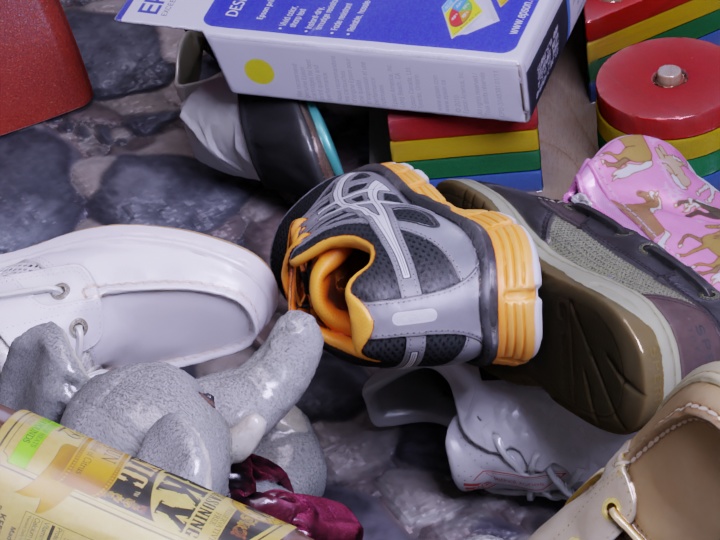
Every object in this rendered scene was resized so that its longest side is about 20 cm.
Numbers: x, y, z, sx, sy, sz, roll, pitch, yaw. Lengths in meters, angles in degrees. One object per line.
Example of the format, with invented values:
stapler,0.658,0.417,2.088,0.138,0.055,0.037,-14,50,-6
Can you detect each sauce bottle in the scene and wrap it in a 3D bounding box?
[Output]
sauce bottle,-0.055,0.106,0.945,0.199,0.065,0.065,23,43,6

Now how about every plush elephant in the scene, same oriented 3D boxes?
plush elephant,-0.058,0.085,1.077,0.199,0.155,0.165,-27,41,-24

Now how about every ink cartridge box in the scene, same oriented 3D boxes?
ink cartridge box,0.011,-0.149,1.349,0.199,0.047,0.198,6,41,19

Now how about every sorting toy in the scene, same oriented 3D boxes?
sorting toy,0.100,-0.092,1.352,0.198,0.070,0.200,-5,37,4

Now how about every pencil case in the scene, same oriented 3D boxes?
pencil case,0.158,0.021,1.183,0.086,0.083,0.200,-21,40,-21

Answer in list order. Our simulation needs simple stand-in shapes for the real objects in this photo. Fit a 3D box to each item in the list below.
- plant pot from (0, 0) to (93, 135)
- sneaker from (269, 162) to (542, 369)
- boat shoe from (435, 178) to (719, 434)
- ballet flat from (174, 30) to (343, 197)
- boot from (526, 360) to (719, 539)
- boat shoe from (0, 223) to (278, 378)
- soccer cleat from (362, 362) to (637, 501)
plant pot,-0.273,-0.173,1.437,0.199,0.177,0.200,-20,39,-16
sneaker,0.000,0.000,1.142,0.077,0.079,0.200,-9,7,-22
boat shoe,0.088,0.011,1.121,0.066,0.072,0.201,-7,19,-21
ballet flat,-0.054,-0.084,1.379,0.068,0.068,0.200,-19,31,2
boot,0.073,0.121,0.988,0.155,0.200,0.073,-34,77,-29
boat shoe,-0.133,0.030,1.155,0.199,0.071,0.070,-5,43,9
soccer cleat,0.083,0.069,1.155,0.085,0.069,0.200,-38,43,-21
